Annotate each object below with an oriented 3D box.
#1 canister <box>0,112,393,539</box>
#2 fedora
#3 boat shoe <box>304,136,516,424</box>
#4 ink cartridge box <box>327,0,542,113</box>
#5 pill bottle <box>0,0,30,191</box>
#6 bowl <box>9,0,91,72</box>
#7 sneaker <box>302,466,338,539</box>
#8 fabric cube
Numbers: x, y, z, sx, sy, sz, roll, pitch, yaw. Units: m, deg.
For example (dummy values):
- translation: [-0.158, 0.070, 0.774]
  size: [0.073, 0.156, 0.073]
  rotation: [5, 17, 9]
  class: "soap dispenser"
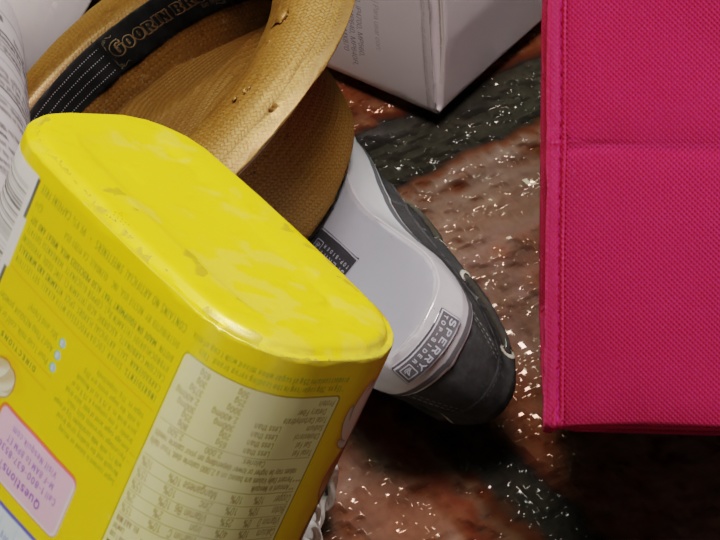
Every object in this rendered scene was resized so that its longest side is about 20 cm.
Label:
- translation: [-0.083, 0.070, 0.880]
  size: [0.086, 0.201, 0.148]
  rotation: [-1, 34, -46]
  class: "canister"
- translation: [-0.067, -0.043, 1.065]
  size: [0.200, 0.082, 0.201]
  rotation: [-29, 33, 21]
  class: "fedora"
- translation: [0.000, 0.000, 1.070]
  size: [0.069, 0.057, 0.200]
  rotation: [-48, 32, 7]
  class: "boat shoe"
- translation: [-0.004, -0.168, 1.232]
  size: [0.199, 0.085, 0.146]
  rotation: [24, 49, 30]
  class: "ink cartridge box"
- translation: [-0.174, -0.048, 0.996]
  size: [0.113, 0.114, 0.201]
  rotation: [-6, 48, -4]
  class: "pill bottle"
- translation: [-0.187, -0.186, 1.195]
  size: [0.199, 0.075, 0.201]
  rotation: [13, 69, 31]
  class: "bowl"
- translation: [-0.040, 0.083, 0.977]
  size: [0.081, 0.075, 0.200]
  rotation: [-8, 42, -19]
  class: "sneaker"
- translation: [0.161, -0.056, 0.974]
  size: [0.198, 0.201, 0.196]
  rotation: [0, 11, 2]
  class: "fabric cube"
